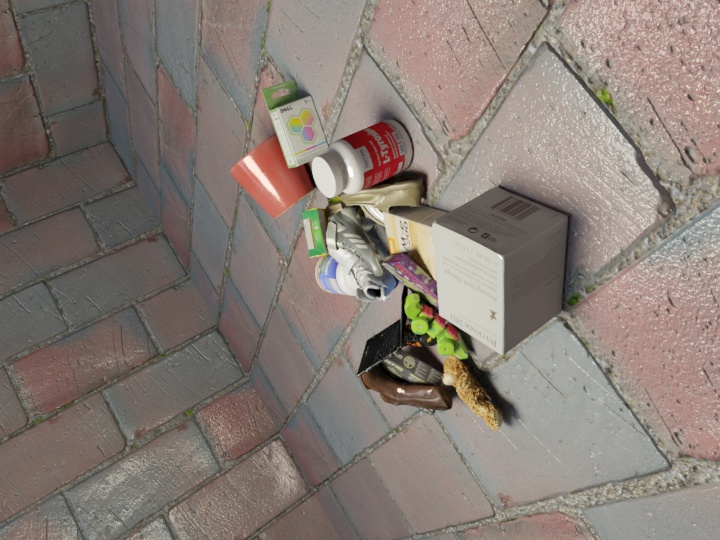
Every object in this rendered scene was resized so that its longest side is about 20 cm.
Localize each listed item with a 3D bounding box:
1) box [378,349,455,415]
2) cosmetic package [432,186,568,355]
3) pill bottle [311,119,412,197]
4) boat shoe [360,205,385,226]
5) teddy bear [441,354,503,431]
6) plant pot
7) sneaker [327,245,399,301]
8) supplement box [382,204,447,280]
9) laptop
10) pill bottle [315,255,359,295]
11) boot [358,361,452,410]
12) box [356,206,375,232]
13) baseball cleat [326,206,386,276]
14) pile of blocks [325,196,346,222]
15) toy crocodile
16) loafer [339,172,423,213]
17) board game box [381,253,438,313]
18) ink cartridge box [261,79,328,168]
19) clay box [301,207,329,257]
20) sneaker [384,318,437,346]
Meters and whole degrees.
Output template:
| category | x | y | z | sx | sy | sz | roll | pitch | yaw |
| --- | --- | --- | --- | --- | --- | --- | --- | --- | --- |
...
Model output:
| category | x | y | z | sx | sy | sz | roll | pitch | yaw |
| --- | --- | --- | --- | --- | --- | --- | --- | --- | --- |
| box | 0.129 | 0.281 | 1.556 | 0.197 | 0.050 | 0.162 | 29 | 149 | 3 |
| cosmetic package | 0.242 | -0.004 | 1.066 | 0.166 | 0.164 | 0.204 | 31 | 141 | 45 |
| pill bottle | 0.002 | -0.227 | 1.259 | 0.112 | 0.198 | 0.114 | 40 | 146 | 35 |
| boat shoe | 0.028 | -0.189 | 1.386 | 0.201 | 0.074 | 0.069 | 53 | 149 | 10 |
| teddy bear | 0.249 | 0.281 | 1.382 | 0.201 | 0.067 | 0.145 | 51 | -172 | 9 |
| plant pot | -0.232 | -0.256 | 1.682 | 0.179 | 0.200 | 0.199 | 55 | 154 | -9 |
| sneaker | 0.000 | 0.000 | 1.456 | 0.198 | 0.115 | 0.076 | 32 | 120 | -2 |
| supplement box | 0.140 | -0.061 | 1.297 | 0.199 | 0.073 | 0.129 | 24 | 134 | 52 |
| laptop | 0.055 | 0.122 | 1.438 | 0.198 | 0.178 | 0.104 | -34 | 102 | 19 |
| pill bottle | -0.032 | 0.008 | 1.625 | 0.199 | 0.111 | 0.114 | 2 | 116 | 60 |
| boot | 0.112 | 0.277 | 1.465 | 0.197 | 0.065 | 0.186 | 1 | 148 | 40 |
| box | 0.008 | -0.123 | 1.505 | 0.200 | 0.040 | 0.040 | 130 | 137 | -62 |
| baseball cleat | -0.017 | -0.054 | 1.421 | 0.202 | 0.105 | 0.070 | 63 | 179 | 32 |
| pile of blocks | -0.044 | -0.143 | 1.538 | 0.061 | 0.082 | 0.205 | -10 | 83 | 27 |
| toy crocodile | 0.169 | 0.126 | 1.357 | 0.199 | 0.068 | 0.062 | 40 | 117 | -14 |
| loafer | 0.045 | -0.157 | 1.310 | 0.196 | 0.076 | 0.069 | -4 | 114 | 30 |
| board game box | 0.140 | 0.039 | 1.326 | 0.199 | 0.033 | 0.120 | 42 | 164 | -11 |
| ink cartridge box | -0.161 | -0.371 | 1.529 | 0.059 | 0.103 | 0.204 | 4 | 117 | 58 |
| clay box | -0.094 | -0.098 | 1.572 | 0.200 | 0.046 | 0.118 | -17 | -83 | -79 |
| sneaker | 0.120 | 0.167 | 1.517 | 0.199 | 0.089 | 0.071 | -5 | 110 | 62 |
